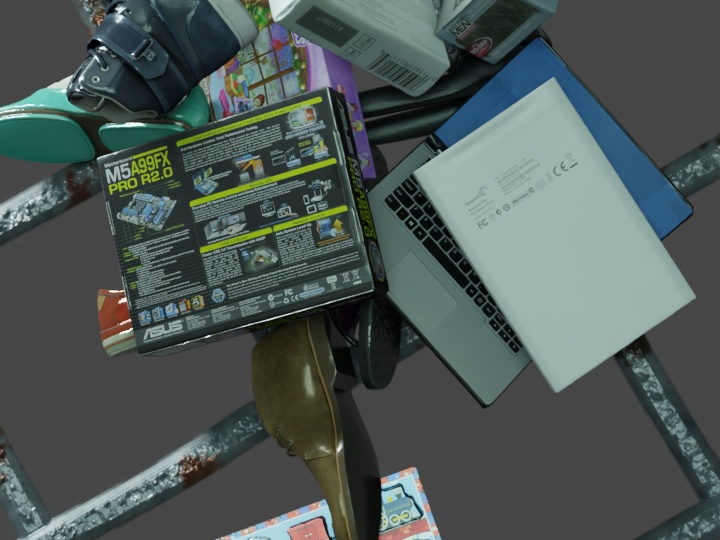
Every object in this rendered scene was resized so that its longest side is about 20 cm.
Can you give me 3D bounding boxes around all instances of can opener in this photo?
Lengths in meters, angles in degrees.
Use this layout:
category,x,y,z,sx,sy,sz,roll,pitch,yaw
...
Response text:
category,x,y,z,sx,sy,sz,roll,pitch,yaw
can opener,0.068,-0.139,1.376,0.198,0.079,0.064,-20,121,3

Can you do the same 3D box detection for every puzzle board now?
category,x,y,z,sx,sy,sz,roll,pitch,yaw
puzzle board,-0.023,0.262,1.342,0.198,0.017,0.152,-20,82,1

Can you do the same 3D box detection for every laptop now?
category,x,y,z,sx,sy,sz,roll,pitch,yaw
laptop,0.117,-0.038,1.306,0.187,0.116,0.200,48,59,-1

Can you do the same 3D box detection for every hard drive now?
category,x,y,z,sx,sy,sz,roll,pitch,yaw
hard drive,0.148,-0.027,1.289,0.131,0.027,0.201,-33,90,-3

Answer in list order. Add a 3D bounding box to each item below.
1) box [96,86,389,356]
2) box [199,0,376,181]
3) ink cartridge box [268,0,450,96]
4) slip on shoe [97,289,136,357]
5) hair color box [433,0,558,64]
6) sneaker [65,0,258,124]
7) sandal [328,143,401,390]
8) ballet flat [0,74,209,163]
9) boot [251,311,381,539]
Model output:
category,x,y,z,sx,sy,sz,roll,pitch,yaw
box,-0.091,-0.035,1.288,0.198,0.044,0.162,-16,81,15
box,-0.071,-0.151,1.354,0.136,0.039,0.202,-19,80,34
ink cartridge box,-0.014,-0.251,1.331,0.057,0.162,0.201,-39,49,29
slip on shoe,-0.123,0.007,1.354,0.199,0.074,0.062,-23,86,5
hair color box,0.126,-0.276,1.329,0.060,0.099,0.201,24,64,-16
sneaker,-0.196,-0.208,1.293,0.202,0.077,0.146,46,78,-6
sandal,0.000,0.000,1.355,0.048,0.075,0.202,-9,73,21
ballet flat,-0.213,-0.128,1.379,0.198,0.068,0.071,1,53,17
boot,-0.034,0.135,1.334,0.075,0.074,0.202,-19,69,13
